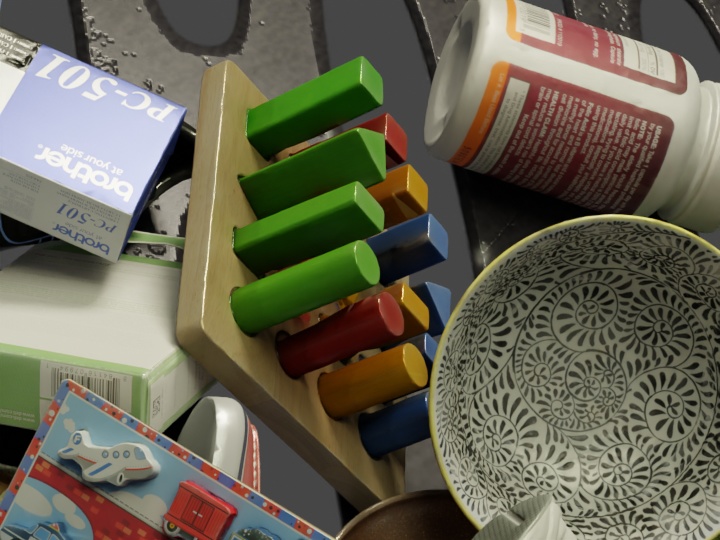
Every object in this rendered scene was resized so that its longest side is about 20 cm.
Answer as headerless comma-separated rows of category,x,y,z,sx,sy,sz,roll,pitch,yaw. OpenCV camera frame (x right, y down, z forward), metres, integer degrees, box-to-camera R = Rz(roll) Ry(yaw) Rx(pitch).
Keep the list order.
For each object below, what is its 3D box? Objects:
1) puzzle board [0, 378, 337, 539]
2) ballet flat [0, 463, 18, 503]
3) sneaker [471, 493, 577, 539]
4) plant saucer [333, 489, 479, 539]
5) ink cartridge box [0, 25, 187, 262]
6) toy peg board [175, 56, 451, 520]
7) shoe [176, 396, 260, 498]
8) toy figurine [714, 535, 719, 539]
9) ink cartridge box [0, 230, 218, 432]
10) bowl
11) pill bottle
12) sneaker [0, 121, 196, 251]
puzzle board,-0.100,0.165,1.111,0.199,0.152,0.017,29,3,20
ballet flat,-0.188,0.120,1.183,0.199,0.072,0.072,14,48,-14
sneaker,0.064,0.205,1.181,0.080,0.070,0.200,52,55,-11
plant saucer,0.061,0.213,1.244,0.199,0.037,0.202,13,48,-14
ink cartridge box,-0.204,-0.087,1.261,0.199,0.044,0.094,24,47,-1
toy peg board,0.000,0.000,1.282,0.199,0.097,0.201,46,34,-39
shoe,-0.056,0.169,1.161,0.090,0.071,0.202,11,82,-22
toy figurine,0.236,0.072,1.342,0.149,0.185,0.201,3,52,-23
ink cartridge box,-0.142,0.031,1.257,0.144,0.048,0.200,8,19,18
bowl,0.130,0.063,1.290,0.199,0.202,0.094,20,6,-9
pill bottle,0.151,-0.099,1.494,0.198,0.114,0.115,18,47,-11
sneaker,-0.170,-0.052,1.313,0.077,0.071,0.200,18,33,31
